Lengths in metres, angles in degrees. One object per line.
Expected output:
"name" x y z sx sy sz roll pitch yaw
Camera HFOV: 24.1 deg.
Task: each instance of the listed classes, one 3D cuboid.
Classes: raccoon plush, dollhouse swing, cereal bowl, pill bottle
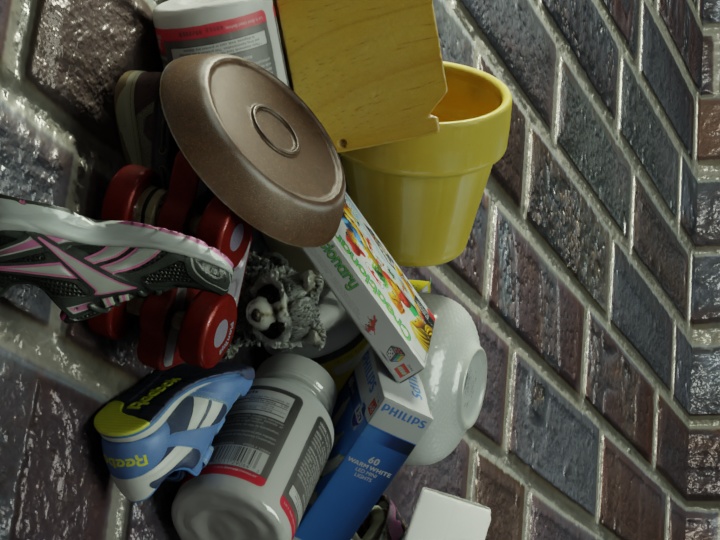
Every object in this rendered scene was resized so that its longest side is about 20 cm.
"raccoon plush" -0.072 0.011 1.604 0.200 0.134 0.097 -56 138 -54
"dollhouse swing" -0.022 -0.231 1.620 0.176 0.182 0.200 -97 176 -73
"cereal bowl" 0.092 0.129 1.926 0.200 0.083 0.200 9 90 -70
"pill bottle" -0.024 0.126 1.735 0.112 0.112 0.200 -62 142 -49
"pill bottle" -0.089 0.171 1.561 0.200 0.111 0.111 -64 144 -48
"pill bottle" -0.118 -0.153 1.545 0.111 0.111 0.200 -44 127 -60

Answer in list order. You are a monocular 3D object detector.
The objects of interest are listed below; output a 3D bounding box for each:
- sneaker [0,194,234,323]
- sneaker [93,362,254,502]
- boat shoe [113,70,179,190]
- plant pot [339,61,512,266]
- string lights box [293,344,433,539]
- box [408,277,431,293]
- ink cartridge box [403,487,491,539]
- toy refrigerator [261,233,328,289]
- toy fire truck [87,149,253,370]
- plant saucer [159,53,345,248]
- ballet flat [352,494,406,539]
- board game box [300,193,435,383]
"sneaker" -0.201 0.001 1.295 0.080 0.200 0.086 -170 -88 -79
"sneaker" -0.160 0.134 1.475 0.200 0.074 0.082 -30 116 -55
"boat shoe" -0.162 -0.082 1.490 0.072 0.065 0.200 -45 127 -55
"plant pot" 0.062 -0.115 1.881 0.201 0.201 0.189 -49 147 -58
"string lights box" -0.010 0.184 1.644 0.200 0.059 0.103 -58 -159 20
"box" 0.037 0.085 1.946 0.200 0.048 0.117 -35 129 -61
"ink cartridge box" 0.071 0.355 1.857 0.200 0.086 0.147 101 10 -53
"toy refrigerator" -0.034 -0.005 1.772 0.070 0.076 0.200 -70 148 -41
"toy fire truck" -0.139 -0.014 1.437 0.168 0.112 0.200 -25 129 -68
"plant saucer" -0.080 -0.109 1.408 0.200 0.034 0.200 36 30 -24
"ballet flat" -0.002 0.308 1.843 0.071 0.069 0.200 61 26 -13
"board game box" 0.000 0.000 1.626 0.200 0.035 0.126 54 18 -13
